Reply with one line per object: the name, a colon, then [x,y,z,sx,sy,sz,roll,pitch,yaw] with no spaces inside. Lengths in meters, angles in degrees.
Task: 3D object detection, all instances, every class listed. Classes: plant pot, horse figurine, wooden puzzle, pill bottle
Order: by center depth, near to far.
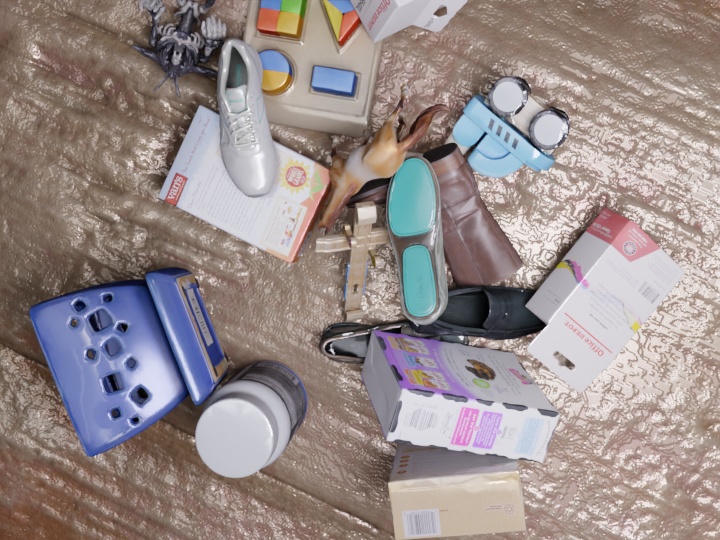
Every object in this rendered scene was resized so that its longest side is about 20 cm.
horse figurine: [0.015,-0.141,1.116,0.050,0.133,0.200,36,137,-29]
pill bottle: [-0.137,0.187,1.177,0.113,0.200,0.114,1,95,7]
plant pot: [-0.282,0.099,1.193,0.179,0.200,0.201,-21,92,1]
wooden puzzle: [-0.067,-0.287,1.205,0.184,0.046,0.201,10,96,5]

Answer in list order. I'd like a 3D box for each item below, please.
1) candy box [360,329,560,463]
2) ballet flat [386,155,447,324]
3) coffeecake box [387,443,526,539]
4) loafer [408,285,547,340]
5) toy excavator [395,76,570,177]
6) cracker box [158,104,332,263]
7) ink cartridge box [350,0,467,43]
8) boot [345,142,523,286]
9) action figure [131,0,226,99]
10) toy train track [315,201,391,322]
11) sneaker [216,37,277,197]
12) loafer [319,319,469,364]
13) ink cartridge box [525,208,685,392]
candy box: [0.116,0.150,1.131,0.199,0.168,0.072,11,108,-14]
ballet flat: [0.070,-0.035,1.119,0.067,0.064,0.201,-4,86,15]
coffeecake box: [0.120,0.258,1.155,0.153,0.200,0.073,-7,95,7]
loafer: [0.161,0.054,1.180,0.199,0.070,0.068,-1,80,-10]
toy excavator: [0.140,-0.162,1.176,0.194,0.100,0.200,39,107,2]
cracker box: [-0.146,-0.113,1.223,0.199,0.058,0.134,27,95,3]
ink cartridge box: [0.045,-0.386,1.126,0.125,0.129,0.201,-29,90,-14]
boot: [0.091,-0.047,1.192,0.186,0.064,0.200,-15,120,32]
action figure: [-0.225,-0.325,1.193,0.118,0.102,0.201,16,95,-7]
toy train track: [0.000,0.000,1.169,0.114,0.033,0.201,-10,137,-16]
sneaker: [-0.149,-0.190,1.154,0.070,0.080,0.201,-9,90,1]
loafer: [0.043,0.100,1.218,0.199,0.063,0.072,-3,94,7]
ink cartridge box: [0.291,0.039,1.158,0.116,0.068,0.200,38,94,-24]
